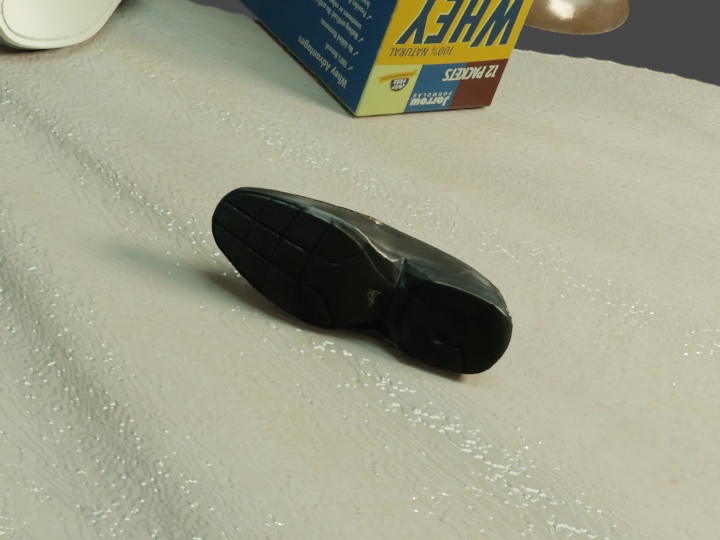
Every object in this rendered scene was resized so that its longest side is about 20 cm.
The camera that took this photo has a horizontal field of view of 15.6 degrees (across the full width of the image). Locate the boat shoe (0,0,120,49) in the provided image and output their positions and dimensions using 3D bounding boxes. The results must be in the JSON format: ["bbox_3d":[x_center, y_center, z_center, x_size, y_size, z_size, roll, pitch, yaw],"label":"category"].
[{"bbox_3d":[-0.213,-0.202,1.860,0.062,0.073,0.200,-13,20,34],"label":"boat shoe"}]

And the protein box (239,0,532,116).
[{"bbox_3d":[0.024,-0.252,1.927,0.135,0.200,0.199,-7,40,-40],"label":"protein box"}]

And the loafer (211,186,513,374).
[{"bbox_3d":[0.000,0.000,1.647,0.200,0.073,0.072,28,20,-8],"label":"loafer"}]

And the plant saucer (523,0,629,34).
[{"bbox_3d":[0.134,-0.260,2.182,0.200,0.032,0.200,16,32,-10],"label":"plant saucer"}]
